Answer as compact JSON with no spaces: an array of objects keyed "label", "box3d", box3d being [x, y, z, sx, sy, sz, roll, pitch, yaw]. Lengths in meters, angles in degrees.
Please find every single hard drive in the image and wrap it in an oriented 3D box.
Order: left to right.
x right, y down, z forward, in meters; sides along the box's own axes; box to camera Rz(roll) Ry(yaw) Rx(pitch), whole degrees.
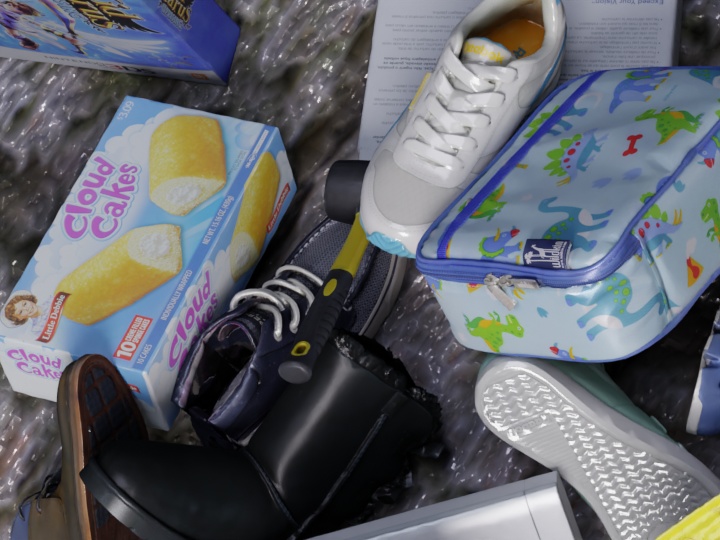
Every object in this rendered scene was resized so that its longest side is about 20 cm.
[{"label":"hard drive","box3d":[0.038,0.200,1.374,0.199,0.132,0.027,-16,23,12]}]

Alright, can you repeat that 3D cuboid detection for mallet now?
[{"label":"mallet","box3d":[0.000,0.000,1.398,0.066,0.041,0.200,1,37,10]}]

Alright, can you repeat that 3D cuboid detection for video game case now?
[{"label":"video game case","box3d":[-0.196,-0.182,1.536,0.180,0.200,0.046,8,77,21]}]

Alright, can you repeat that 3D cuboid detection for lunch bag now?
[{"label":"lunch bag","box3d":[0.135,-0.035,1.347,0.160,0.083,0.200,5,42,47]}]

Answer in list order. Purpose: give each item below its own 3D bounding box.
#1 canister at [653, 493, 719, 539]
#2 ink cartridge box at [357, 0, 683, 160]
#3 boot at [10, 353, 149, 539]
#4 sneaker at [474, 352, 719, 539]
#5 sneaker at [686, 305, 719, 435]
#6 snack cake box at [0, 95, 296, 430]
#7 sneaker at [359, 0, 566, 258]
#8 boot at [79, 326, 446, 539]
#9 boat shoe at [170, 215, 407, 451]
[{"label":"canister","box3d":[0.206,0.194,1.270,0.148,0.200,0.087,-37,64,3]},{"label":"ink cartridge box","box3d":[0.101,-0.118,1.505,0.195,0.043,0.201,3,73,16]},{"label":"boot","box3d":[-0.180,0.139,1.440,0.097,0.075,0.201,6,117,28]},{"label":"sneaker","box3d":[0.157,0.098,1.392,0.200,0.118,0.074,41,113,-8]},{"label":"sneaker","box3d":[0.268,0.020,1.389,0.115,0.081,0.200,17,69,8]},{"label":"snack cake box","box3d":[-0.135,-0.007,1.497,0.115,0.067,0.201,13,57,21]},{"label":"sneaker","box3d":[0.059,-0.094,1.412,0.076,0.081,0.200,24,60,13]},{"label":"boot","box3d":[-0.051,0.102,1.394,0.163,0.198,0.073,-50,44,6]},{"label":"boat shoe","box3d":[-0.042,0.029,1.469,0.074,0.093,0.201,24,79,24]}]
